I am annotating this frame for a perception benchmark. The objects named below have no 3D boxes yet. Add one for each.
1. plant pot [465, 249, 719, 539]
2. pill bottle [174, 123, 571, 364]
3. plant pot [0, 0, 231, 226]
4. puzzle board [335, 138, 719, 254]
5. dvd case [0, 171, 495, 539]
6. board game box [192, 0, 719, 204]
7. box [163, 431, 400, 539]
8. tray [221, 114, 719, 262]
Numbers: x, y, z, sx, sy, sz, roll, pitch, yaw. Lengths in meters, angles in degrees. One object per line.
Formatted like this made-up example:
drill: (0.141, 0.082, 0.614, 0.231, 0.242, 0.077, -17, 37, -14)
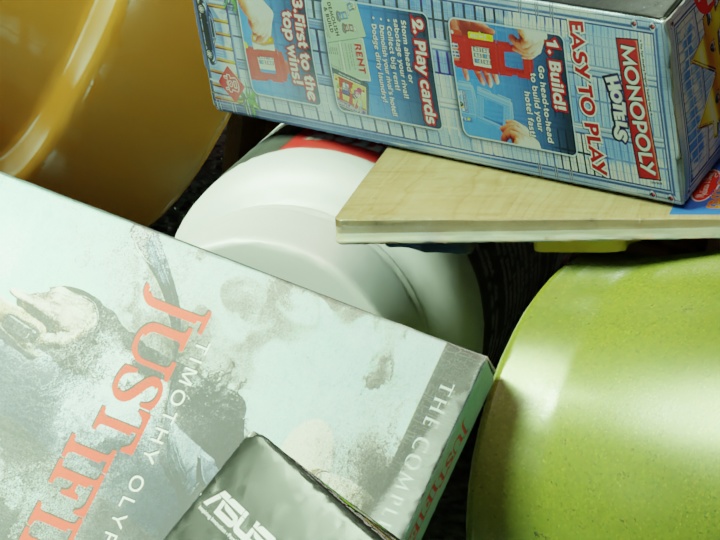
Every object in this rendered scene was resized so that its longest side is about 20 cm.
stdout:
plant pot: (0.141, 0.072, 0.848, 0.192, 0.201, 0.200, 11, 21, 28)
pill bottle: (0.000, 0.000, 1.005, 0.113, 0.114, 0.200, 17, 25, 12)
plant pot: (-0.139, -0.136, 1.067, 0.182, 0.201, 0.200, 19, 21, -21)
puzzle board: (0.089, -0.044, 0.944, 0.150, 0.017, 0.200, 0, 21, 16)
dvd case: (-0.079, 0.056, 0.844, 0.199, 0.147, 0.022, 21, -16, 18)
board game box: (0.080, -0.088, 0.939, 0.199, 0.062, 0.200, -22, 27, -26)
box: (0.065, 0.138, 0.696, 0.193, 0.048, 0.200, 38, 0, -44)
tray: (0.046, -0.036, 1.118, 0.199, 0.099, 0.037, 17, 36, 13)
